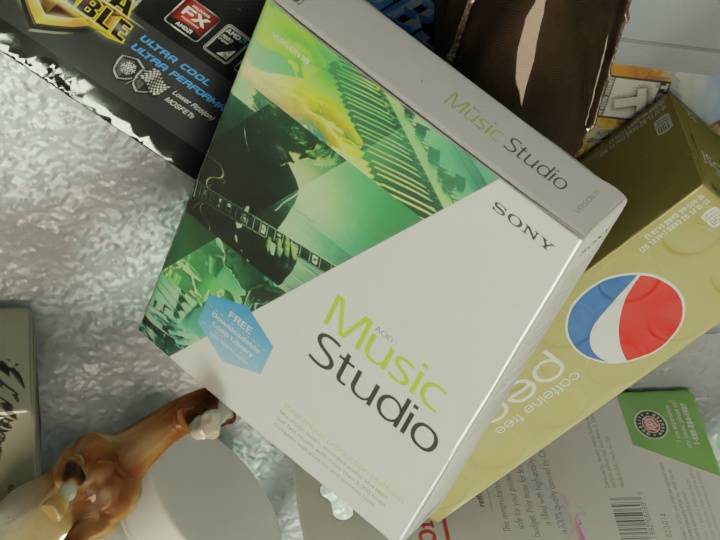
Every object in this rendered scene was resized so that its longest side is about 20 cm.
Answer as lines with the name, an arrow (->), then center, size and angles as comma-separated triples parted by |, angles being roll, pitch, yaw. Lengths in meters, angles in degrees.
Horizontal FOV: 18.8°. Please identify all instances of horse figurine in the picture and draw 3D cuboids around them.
horse figurine -> -0.138, 0.121, 0.901 | 0.050, 0.133, 0.200 | 42, 115, -4

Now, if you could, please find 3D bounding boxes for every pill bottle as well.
pill bottle -> -0.136, 0.161, 1.014 | 0.200, 0.113, 0.113 | -39, 126, 24

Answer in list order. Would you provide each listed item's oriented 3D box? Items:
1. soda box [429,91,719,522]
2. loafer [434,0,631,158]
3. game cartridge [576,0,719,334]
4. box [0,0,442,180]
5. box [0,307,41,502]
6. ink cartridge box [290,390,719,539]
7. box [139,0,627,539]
soda box -> 0.078, 0.019, 0.912 | 0.200, 0.064, 0.068 | -38, 126, 22
loafer -> 0.062, -0.058, 0.822 | 0.073, 0.071, 0.200 | 2, 132, -13
game cartridge -> 0.134, -0.054, 0.922 | 0.133, 0.042, 0.200 | 8, 129, -10
box -> -0.033, -0.130, 0.820 | 0.198, 0.050, 0.200 | -38, 127, 24
box -> -0.240, 0.068, 0.945 | 0.200, 0.068, 0.082 | -3, 133, -7
ink cartridge box -> 0.066, 0.120, 1.008 | 0.200, 0.117, 0.067 | -1, 130, -8
box -> 0.000, 0.000, 0.828 | 0.144, 0.036, 0.200 | 38, 136, 12
